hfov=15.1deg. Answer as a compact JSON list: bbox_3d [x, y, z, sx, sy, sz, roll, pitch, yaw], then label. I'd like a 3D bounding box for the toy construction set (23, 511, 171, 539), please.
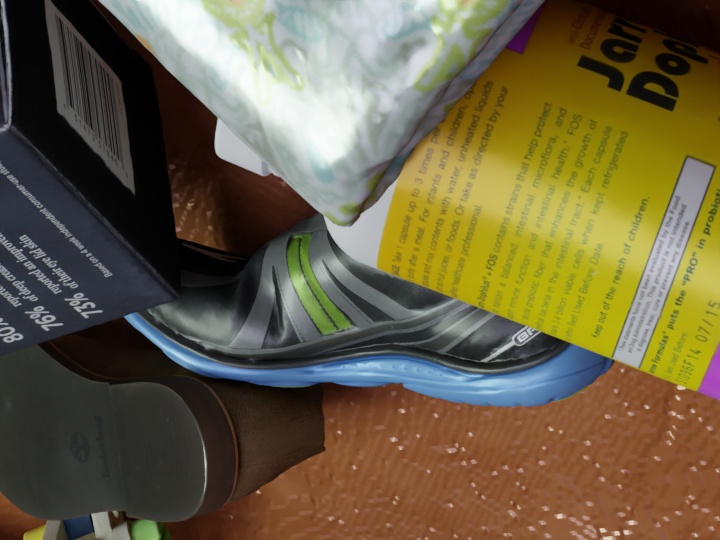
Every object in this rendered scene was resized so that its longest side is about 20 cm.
[{"bbox_3d":[-0.100,0.170,1.069,0.092,0.200,0.132,-13,120,18],"label":"toy construction set"}]

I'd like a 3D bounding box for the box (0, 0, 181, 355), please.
[{"bbox_3d":[-0.184,-0.033,0.962,0.199,0.105,0.148,-16,152,12],"label":"box"}]

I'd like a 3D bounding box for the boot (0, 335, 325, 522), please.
[{"bbox_3d":[-0.090,0.058,1.069,0.199,0.075,0.074,9,107,50],"label":"boot"}]

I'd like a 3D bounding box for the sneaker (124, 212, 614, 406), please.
[{"bbox_3d":[0.000,0.000,0.986,0.198,0.071,0.083,3,105,28],"label":"sneaker"}]

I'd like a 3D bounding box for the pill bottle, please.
[{"bbox_3d":[0.058,-0.036,0.877,0.199,0.104,0.105,21,127,5],"label":"pill bottle"}]

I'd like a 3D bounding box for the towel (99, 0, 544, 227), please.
[{"bbox_3d":[-0.010,-0.136,0.781,0.171,0.048,0.200,46,122,9],"label":"towel"}]
